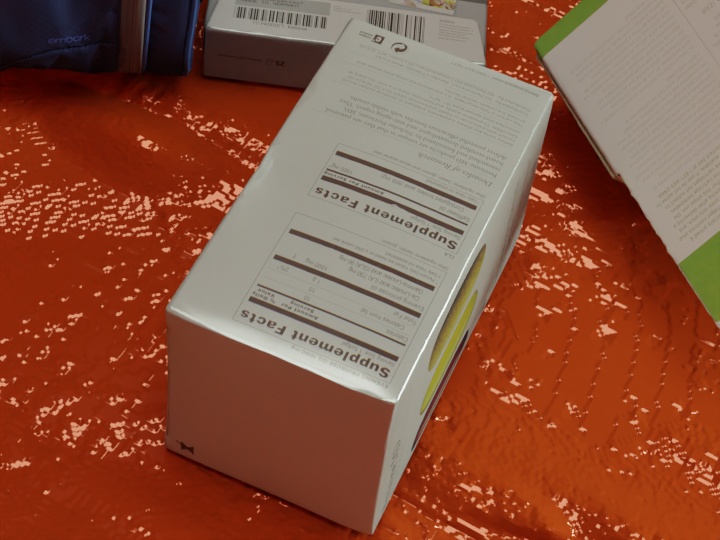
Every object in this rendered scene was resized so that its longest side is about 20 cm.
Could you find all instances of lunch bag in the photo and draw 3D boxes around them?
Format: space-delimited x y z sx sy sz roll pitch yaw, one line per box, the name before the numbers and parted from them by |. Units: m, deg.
lunch bag | -0.131 -0.205 0.939 0.131 0.201 0.136 0 46 -11

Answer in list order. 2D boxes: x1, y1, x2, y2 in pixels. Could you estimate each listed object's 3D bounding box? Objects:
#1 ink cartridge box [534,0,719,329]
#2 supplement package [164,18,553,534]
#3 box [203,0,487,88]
ink cartridge box | 0.199 -0.081 0.915 0.076 0.148 0.201 23 33 -51
supplement package | 0.000 0.000 0.849 0.109 0.114 0.200 21 53 11
box | -0.003 -0.185 1.042 0.155 0.041 0.201 7 52 -3
